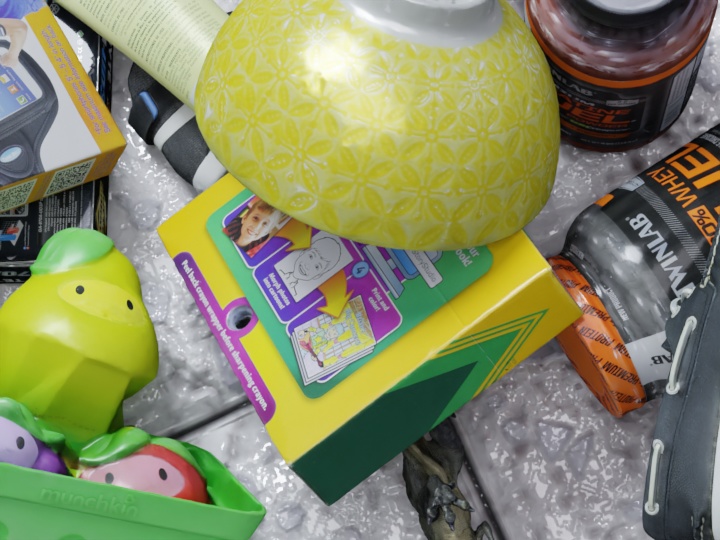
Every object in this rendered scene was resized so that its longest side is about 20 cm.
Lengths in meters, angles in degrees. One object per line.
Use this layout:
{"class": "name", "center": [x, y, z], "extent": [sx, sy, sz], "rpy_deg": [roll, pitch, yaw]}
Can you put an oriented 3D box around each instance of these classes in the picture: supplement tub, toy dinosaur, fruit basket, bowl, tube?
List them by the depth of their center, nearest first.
{"class": "bowl", "center": [0.020, -0.114, 0.998], "extent": [0.199, 0.108, 0.201], "rpy_deg": [11, 37, -8]}
{"class": "fruit basket", "center": [-0.157, 0.083, 1.042], "extent": [0.214, 0.155, 0.217], "rpy_deg": [-4, 102, -20]}
{"class": "supplement tub", "center": [0.142, -0.141, 1.064], "extent": [0.106, 0.200, 0.108], "rpy_deg": [-1, 77, 5]}
{"class": "supplement tub", "center": [0.201, -0.011, 1.071], "extent": [0.199, 0.123, 0.123], "rpy_deg": [-33, 77, -4]}
{"class": "toy dinosaur", "center": [0.041, 0.109, 1.072], "extent": [0.047, 0.088, 0.201], "rpy_deg": [-19, 77, -11]}
{"class": "tube", "center": [-0.111, -0.143, 1.102], "extent": [0.200, 0.052, 0.058], "rpy_deg": [42, 57, 18]}

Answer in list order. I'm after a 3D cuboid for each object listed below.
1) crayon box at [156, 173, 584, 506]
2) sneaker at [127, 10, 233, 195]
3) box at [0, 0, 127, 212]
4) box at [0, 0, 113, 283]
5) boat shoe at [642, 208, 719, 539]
{"class": "crayon box", "center": [0.000, 0.000, 1.062], "extent": [0.172, 0.058, 0.200], "rpy_deg": [-36, 49, 3]}
{"class": "sneaker", "center": [-0.061, -0.149, 1.145], "extent": [0.112, 0.073, 0.200], "rpy_deg": [41, 84, 11]}
{"class": "box", "center": [-0.243, -0.082, 1.064], "extent": [0.199, 0.041, 0.120], "rpy_deg": [-23, 75, -36]}
{"class": "box", "center": [-0.231, -0.093, 1.158], "extent": [0.158, 0.046, 0.202], "rpy_deg": [-1, 77, 4]}
{"class": "boat shoe", "center": [0.180, 0.042, 0.976], "extent": [0.060, 0.075, 0.202], "rpy_deg": [2, 75, 33]}
